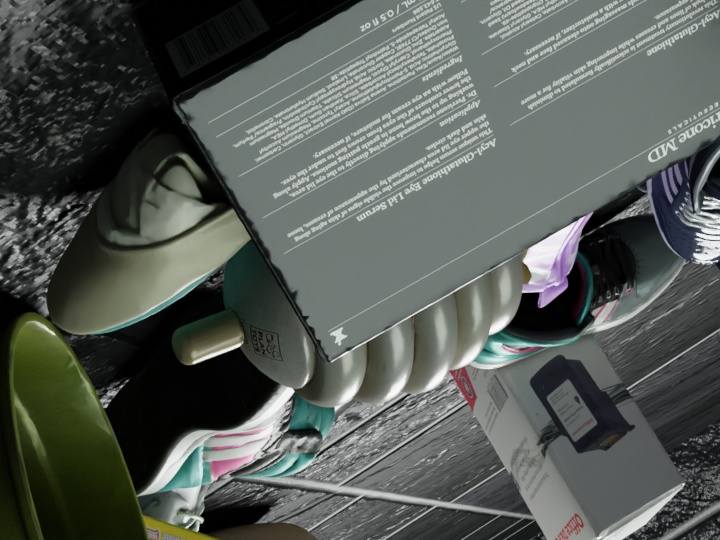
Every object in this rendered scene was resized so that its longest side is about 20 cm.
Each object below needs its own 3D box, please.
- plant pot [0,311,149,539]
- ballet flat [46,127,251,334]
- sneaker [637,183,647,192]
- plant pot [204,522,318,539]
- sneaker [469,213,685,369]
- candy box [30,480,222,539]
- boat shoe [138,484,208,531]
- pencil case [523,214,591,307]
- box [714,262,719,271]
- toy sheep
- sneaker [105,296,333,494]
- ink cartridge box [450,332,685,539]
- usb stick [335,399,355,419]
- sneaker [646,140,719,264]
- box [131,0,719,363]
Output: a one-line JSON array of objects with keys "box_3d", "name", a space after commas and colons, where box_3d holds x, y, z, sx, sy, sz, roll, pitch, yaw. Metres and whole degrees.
[{"box_3d": [-0.215, 0.146, 0.703, 0.191, 0.202, 0.201, -18, 162, 1], "name": "plant pot"}, {"box_3d": [-0.057, -0.047, 0.633, 0.199, 0.070, 0.070, -32, 162, -5], "name": "ballet flat"}, {"box_3d": [0.202, -0.111, 0.838, 0.076, 0.076, 0.200, -18, 159, -23], "name": "sneaker"}, {"box_3d": [-0.107, 0.306, 1.318, 0.187, 0.188, 0.200, -40, 174, 26], "name": "plant pot"}, {"box_3d": [0.162, 0.003, 1.076, 0.199, 0.084, 0.121, -27, 171, -9], "name": "sneaker"}, {"box_3d": [-0.165, 0.163, 0.899, 0.101, 0.027, 0.200, -7, 157, 32], "name": "candy box"}, {"box_3d": [-0.135, 0.160, 1.024, 0.200, 0.067, 0.073, -42, 159, 30], "name": "boat shoe"}, {"box_3d": [0.112, -0.060, 0.814, 0.084, 0.086, 0.200, -37, 167, -23], "name": "pencil case"}, {"box_3d": [0.282, -0.092, 0.899, 0.106, 0.149, 0.200, -19, 159, -30], "name": "box"}, {"box_3d": [0.000, 0.000, 0.701, 0.199, 0.139, 0.138, -27, 162, -21], "name": "toy sheep"}, {"box_3d": [-0.056, 0.070, 0.858, 0.120, 0.084, 0.200, -6, 158, -42], "name": "sneaker"}, {"box_3d": [0.158, 0.122, 1.180, 0.084, 0.201, 0.145, -27, 162, -12], "name": "ink cartridge box"}, {"box_3d": [0.023, 0.050, 1.048, 0.200, 0.033, 0.055, -43, 166, 31], "name": "usb stick"}, {"box_3d": [0.190, -0.043, 0.760, 0.069, 0.109, 0.201, 2, 142, 3], "name": "sneaker"}, {"box_3d": [0.036, -0.078, 0.561, 0.199, 0.079, 0.142, -29, 128, -1], "name": "box"}]
